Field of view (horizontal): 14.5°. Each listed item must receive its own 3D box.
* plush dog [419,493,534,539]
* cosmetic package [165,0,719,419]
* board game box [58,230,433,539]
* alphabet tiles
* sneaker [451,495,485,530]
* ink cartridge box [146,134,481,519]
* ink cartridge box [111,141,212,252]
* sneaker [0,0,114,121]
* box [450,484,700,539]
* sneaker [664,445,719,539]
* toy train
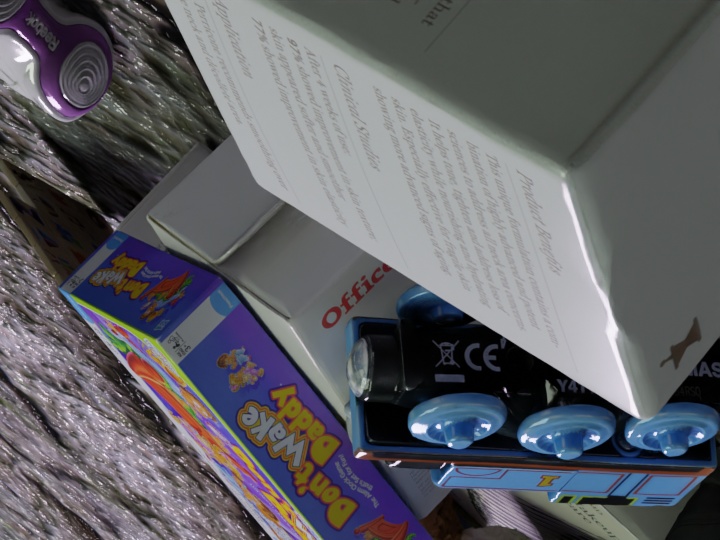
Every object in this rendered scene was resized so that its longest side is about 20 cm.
[{"bbox_3d":[0.076,0.217,1.560,0.161,0.199,0.172,60,175,36],"label":"plush dog"},{"bbox_3d":[0.062,-0.089,1.003,0.200,0.166,0.168,32,161,29],"label":"cosmetic package"},{"bbox_3d":[-0.055,0.076,1.428,0.200,0.045,0.134,52,167,-25],"label":"board game box"},{"bbox_3d":[-0.165,-0.001,1.830,0.167,0.008,0.200,31,-167,-43],"label":"alphabet tiles"},{"bbox_3d":[0.030,0.154,1.662,0.075,0.088,0.200,57,-160,15],"label":"sneaker"},{"bbox_3d":[0.000,0.000,1.413,0.125,0.129,0.200,33,162,42],"label":"ink cartridge box"},{"bbox_3d":[-0.047,0.033,1.681,0.200,0.084,0.145,38,163,9],"label":"ink cartridge box"},{"bbox_3d":[-0.214,-0.160,1.581,0.099,0.075,0.200,28,159,33],"label":"sneaker"},{"bbox_3d":[0.112,0.105,1.543,0.082,0.068,0.200,43,164,-11],"label":"box"},{"bbox_3d":[0.233,0.161,1.385,0.200,0.091,0.076,23,155,42],"label":"sneaker"},{"bbox_3d":[0.083,0.061,1.334,0.199,0.087,0.114,3,152,-16],"label":"toy train"}]
